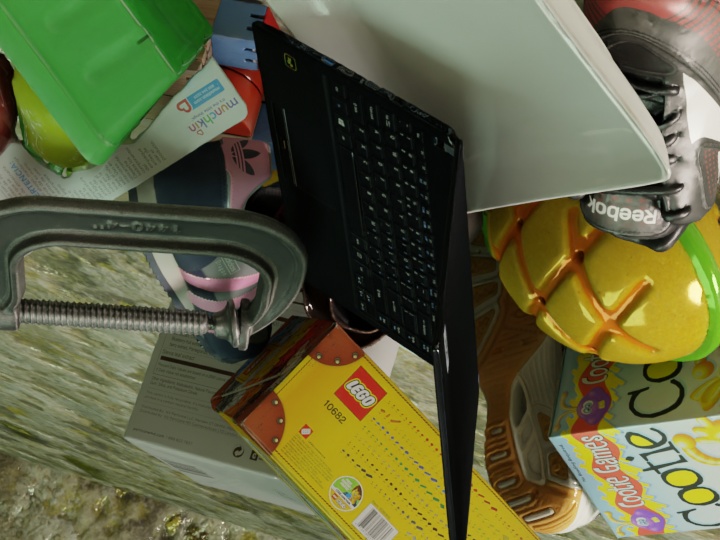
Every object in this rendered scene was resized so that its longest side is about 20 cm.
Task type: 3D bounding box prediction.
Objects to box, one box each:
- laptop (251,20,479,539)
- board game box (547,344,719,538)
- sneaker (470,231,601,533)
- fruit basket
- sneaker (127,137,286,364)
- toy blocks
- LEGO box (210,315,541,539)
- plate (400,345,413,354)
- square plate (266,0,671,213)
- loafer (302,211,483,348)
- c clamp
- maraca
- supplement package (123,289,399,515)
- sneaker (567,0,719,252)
[{"bbox_3d":[-0.001,0.014,0.833,0.199,0.103,0.178,33,148,30],"label":"laptop"},{"bbox_3d":[0.220,0.070,0.994,0.199,0.104,0.105,-11,134,31],"label":"board game box"},{"bbox_3d":[0.108,0.058,1.084,0.075,0.202,0.087,-12,167,32],"label":"sneaker"},{"bbox_3d":[-0.179,-0.106,0.880,0.199,0.094,0.186,-27,108,33],"label":"fruit basket"},{"bbox_3d":[-0.063,-0.007,0.987,0.081,0.071,0.200,-14,155,6],"label":"sneaker"},{"bbox_3d":[-0.085,-0.084,0.994,0.135,0.101,0.201,10,149,6],"label":"toy blocks"},{"bbox_3d":[0.015,0.124,1.029,0.200,0.077,0.149,47,172,-8],"label":"LEGO box"},{"bbox_3d":[0.102,0.054,1.366,0.199,0.026,0.200,18,164,5],"label":"plate"},{"bbox_3d":[0.026,-0.112,0.759,0.199,0.028,0.200,52,158,-15],"label":"square plate"},{"bbox_3d":[0.000,0.000,1.000,0.073,0.071,0.200,44,154,5],"label":"loafer"},{"bbox_3d":[-0.126,0.010,0.925,0.198,0.027,0.171,1,146,-1],"label":"c clamp"},{"bbox_3d":[0.114,-0.022,0.950,0.199,0.107,0.138,31,146,40],"label":"maraca"},{"bbox_3d":[-0.052,0.045,1.190,0.119,0.202,0.121,11,164,25],"label":"supplement package"},{"bbox_3d":[0.127,-0.069,0.782,0.070,0.099,0.201,16,163,17],"label":"sneaker"}]
